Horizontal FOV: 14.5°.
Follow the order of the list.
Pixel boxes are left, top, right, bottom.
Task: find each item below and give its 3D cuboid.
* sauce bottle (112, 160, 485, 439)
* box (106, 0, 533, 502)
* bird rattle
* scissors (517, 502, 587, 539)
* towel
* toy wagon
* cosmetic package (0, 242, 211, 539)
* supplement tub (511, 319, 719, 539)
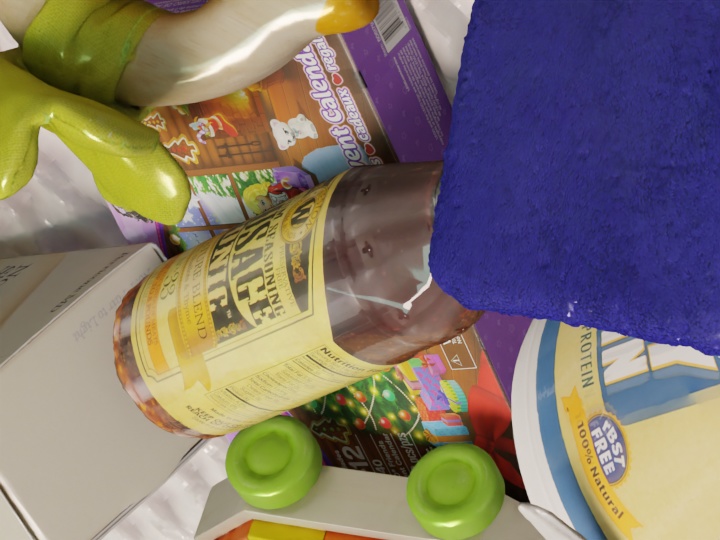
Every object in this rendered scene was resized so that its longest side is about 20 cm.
[{"bbox_3d":[0.000,0.000,0.897,0.200,0.066,0.066,-27,106,44],"label":"sauce bottle"},{"bbox_3d":[-0.015,-0.008,0.977,0.136,0.039,0.201,-4,122,40],"label":"box"},{"bbox_3d":[-0.077,-0.118,0.879,0.162,0.113,0.201,-16,79,17],"label":"bird rattle"},{"bbox_3d":[0.119,0.135,0.808,0.199,0.014,0.073,30,142,0],"label":"scissors"},{"bbox_3d":[0.088,-0.080,0.735,0.147,0.049,0.201,11,90,55],"label":"towel"},{"bbox_3d":[0.042,0.111,0.993,0.199,0.040,0.155,7,152,25],"label":"toy wagon"},{"bbox_3d":[-0.140,0.050,1.044,0.200,0.103,0.073,-7,120,56],"label":"cosmetic package"},{"bbox_3d":[0.151,0.022,0.793,0.145,0.145,0.200,46,139,-5],"label":"supplement tub"}]
